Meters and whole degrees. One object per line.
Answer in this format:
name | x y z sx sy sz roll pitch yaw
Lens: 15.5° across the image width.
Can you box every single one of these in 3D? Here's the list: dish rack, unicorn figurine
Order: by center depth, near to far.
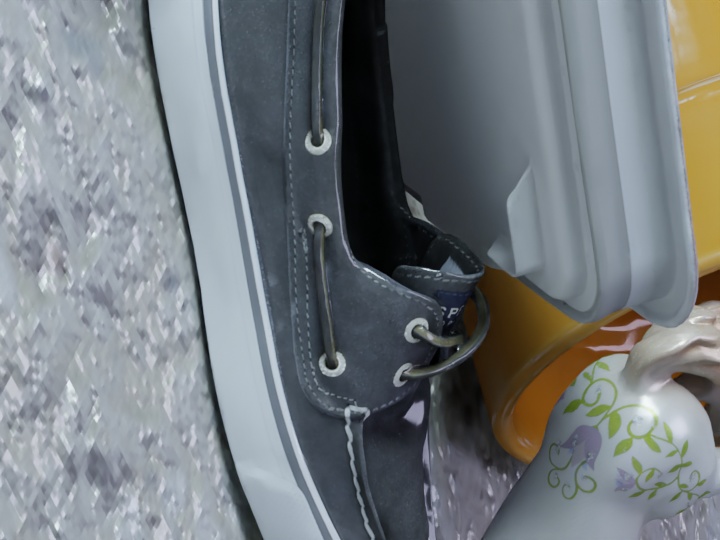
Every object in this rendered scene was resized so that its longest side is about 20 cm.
dish rack | 0.023 -0.088 0.700 0.172 0.043 0.200 40 -34 56
unicorn figurine | 0.060 0.092 0.772 0.137 0.074 0.200 14 97 -57

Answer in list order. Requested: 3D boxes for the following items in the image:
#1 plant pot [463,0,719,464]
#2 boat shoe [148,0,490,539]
plant pot | 0.115 -0.056 0.858 0.200 0.200 0.183 33 38 -61
boat shoe | 0.000 0.000 0.697 0.070 0.066 0.200 -32 112 -65
